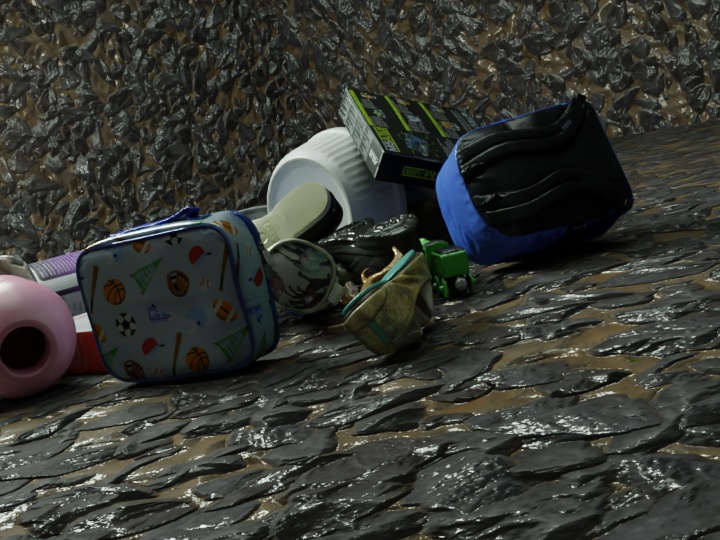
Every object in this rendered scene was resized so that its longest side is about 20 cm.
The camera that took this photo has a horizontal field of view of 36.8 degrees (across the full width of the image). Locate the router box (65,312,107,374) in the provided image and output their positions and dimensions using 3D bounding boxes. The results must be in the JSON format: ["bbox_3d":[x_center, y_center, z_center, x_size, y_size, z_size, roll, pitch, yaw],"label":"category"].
[{"bbox_3d":[-0.273,0.070,1.285,0.179,0.049,0.200,-7,10,39],"label":"router box"}]

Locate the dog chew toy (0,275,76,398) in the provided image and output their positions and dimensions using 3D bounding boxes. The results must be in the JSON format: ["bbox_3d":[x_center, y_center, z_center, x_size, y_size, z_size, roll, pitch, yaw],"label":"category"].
[{"bbox_3d":[-0.383,0.061,1.173,0.124,0.125,0.200,-16,18,-24],"label":"dog chew toy"}]

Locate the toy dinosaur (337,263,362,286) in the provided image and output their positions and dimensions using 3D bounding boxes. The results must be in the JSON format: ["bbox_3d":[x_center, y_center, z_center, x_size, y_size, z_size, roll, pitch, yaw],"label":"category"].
[{"bbox_3d":[0.000,0.000,1.378,0.088,0.048,0.200,-16,2,32],"label":"toy dinosaur"}]

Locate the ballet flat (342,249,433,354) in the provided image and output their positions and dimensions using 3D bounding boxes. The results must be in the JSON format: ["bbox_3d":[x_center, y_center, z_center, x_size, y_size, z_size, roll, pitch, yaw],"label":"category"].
[{"bbox_3d":[0.036,0.033,0.997,0.070,0.071,0.200,-10,9,16],"label":"ballet flat"}]

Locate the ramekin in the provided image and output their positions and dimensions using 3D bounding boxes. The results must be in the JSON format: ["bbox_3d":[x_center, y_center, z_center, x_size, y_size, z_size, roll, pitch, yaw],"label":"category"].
[{"bbox_3d":[-0.041,-0.088,1.478,0.202,0.204,0.094,-6,12,42],"label":"ramekin"}]

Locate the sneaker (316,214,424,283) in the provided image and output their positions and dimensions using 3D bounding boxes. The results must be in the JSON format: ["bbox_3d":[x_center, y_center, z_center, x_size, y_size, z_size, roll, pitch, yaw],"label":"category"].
[{"bbox_3d":[0.013,-0.011,1.247,0.076,0.091,0.200,-27,13,-20],"label":"sneaker"}]

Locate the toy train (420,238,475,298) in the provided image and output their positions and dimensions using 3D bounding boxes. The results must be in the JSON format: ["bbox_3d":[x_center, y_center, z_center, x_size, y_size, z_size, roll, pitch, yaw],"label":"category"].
[{"bbox_3d":[0.086,-0.008,1.236,0.041,0.057,0.200,-14,8,-9],"label":"toy train"}]

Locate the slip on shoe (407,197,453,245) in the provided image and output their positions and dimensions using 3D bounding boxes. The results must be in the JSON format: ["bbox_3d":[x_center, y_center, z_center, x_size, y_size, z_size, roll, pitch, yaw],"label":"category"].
[{"bbox_3d":[0.062,-0.055,1.540,0.199,0.077,0.060,-10,0,41],"label":"slip on shoe"}]

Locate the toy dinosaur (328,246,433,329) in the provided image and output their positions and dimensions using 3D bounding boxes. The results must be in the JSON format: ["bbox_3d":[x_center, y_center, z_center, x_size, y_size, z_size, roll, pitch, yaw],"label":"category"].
[{"bbox_3d":[0.019,0.033,1.118,0.106,0.060,0.200,-42,5,-1],"label":"toy dinosaur"}]

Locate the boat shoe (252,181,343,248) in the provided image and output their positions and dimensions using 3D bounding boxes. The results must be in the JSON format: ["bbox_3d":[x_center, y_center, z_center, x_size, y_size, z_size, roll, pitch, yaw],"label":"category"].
[{"bbox_3d":[-0.112,-0.034,1.320,0.201,0.074,0.063,-30,-29,10],"label":"boat shoe"}]

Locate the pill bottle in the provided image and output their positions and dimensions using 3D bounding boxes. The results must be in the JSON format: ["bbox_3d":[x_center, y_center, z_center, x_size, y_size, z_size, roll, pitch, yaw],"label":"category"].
[{"bbox_3d":[-0.435,0.038,1.547,0.199,0.112,0.111,-18,9,-37],"label":"pill bottle"}]

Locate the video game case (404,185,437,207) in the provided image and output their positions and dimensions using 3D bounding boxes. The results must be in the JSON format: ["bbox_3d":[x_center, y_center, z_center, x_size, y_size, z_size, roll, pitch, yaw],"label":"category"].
[{"bbox_3d":[0.017,-0.109,1.580,0.182,0.200,0.023,-21,40,43],"label":"video game case"}]

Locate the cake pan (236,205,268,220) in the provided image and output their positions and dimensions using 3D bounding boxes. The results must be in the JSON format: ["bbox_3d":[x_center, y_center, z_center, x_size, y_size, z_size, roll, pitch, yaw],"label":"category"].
[{"bbox_3d":[-0.170,-0.031,1.598,0.199,0.037,0.200,-19,-20,-7],"label":"cake pan"}]

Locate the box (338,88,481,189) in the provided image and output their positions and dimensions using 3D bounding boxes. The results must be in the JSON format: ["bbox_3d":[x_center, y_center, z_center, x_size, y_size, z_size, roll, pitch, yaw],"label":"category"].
[{"bbox_3d":[0.085,-0.169,1.432,0.192,0.048,0.200,5,31,-21],"label":"box"}]

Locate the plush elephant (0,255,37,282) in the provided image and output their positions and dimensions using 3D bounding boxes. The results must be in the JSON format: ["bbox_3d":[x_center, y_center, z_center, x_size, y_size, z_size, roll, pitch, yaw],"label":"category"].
[{"bbox_3d":[-0.482,0.056,1.320,0.164,0.156,0.200,-11,8,11],"label":"plush elephant"}]

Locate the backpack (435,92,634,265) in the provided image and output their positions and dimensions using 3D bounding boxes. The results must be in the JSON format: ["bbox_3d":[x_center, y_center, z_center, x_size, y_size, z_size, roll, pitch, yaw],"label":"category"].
[{"bbox_3d":[0.192,-0.086,1.283,0.199,0.163,0.168,-16,-21,-23],"label":"backpack"}]

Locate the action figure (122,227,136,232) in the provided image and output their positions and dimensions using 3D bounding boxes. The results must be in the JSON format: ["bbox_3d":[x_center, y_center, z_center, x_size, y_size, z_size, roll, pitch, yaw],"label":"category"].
[{"bbox_3d":[-0.182,0.021,1.212,0.148,0.135,0.200,-23,-21,31],"label":"action figure"}]

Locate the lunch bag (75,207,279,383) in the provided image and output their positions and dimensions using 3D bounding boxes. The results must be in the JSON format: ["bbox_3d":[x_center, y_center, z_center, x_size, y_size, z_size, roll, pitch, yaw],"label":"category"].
[{"bbox_3d":[-0.174,0.022,1.049,0.199,0.161,0.076,-10,8,25],"label":"lunch bag"}]

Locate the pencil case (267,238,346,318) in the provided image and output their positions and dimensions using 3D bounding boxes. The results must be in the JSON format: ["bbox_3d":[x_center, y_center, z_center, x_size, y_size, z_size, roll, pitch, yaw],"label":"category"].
[{"bbox_3d":[-0.063,0.011,1.182,0.078,0.089,0.200,-49,0,-2],"label":"pencil case"}]
